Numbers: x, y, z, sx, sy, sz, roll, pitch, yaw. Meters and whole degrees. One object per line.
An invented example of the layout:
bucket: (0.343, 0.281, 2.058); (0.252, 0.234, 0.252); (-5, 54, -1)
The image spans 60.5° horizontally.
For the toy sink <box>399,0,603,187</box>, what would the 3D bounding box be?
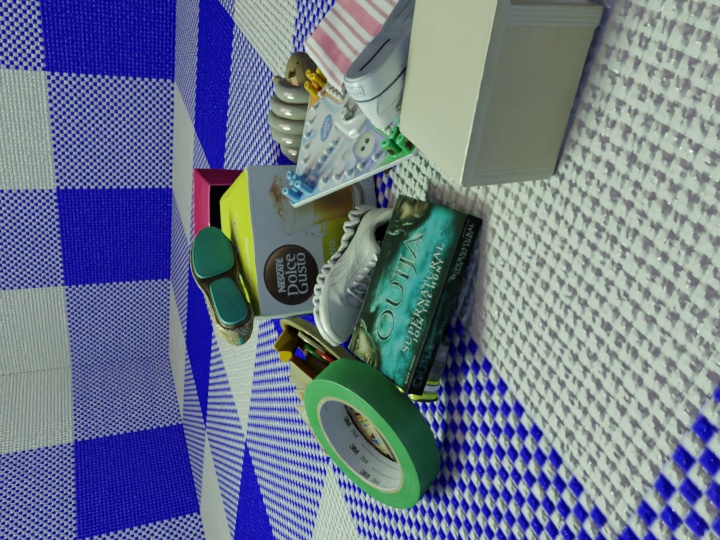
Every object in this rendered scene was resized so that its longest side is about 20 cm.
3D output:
toy sink: (0.119, -0.196, 0.537); (0.131, 0.109, 0.205); (-127, 35, -50)

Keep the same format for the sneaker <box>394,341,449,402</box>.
sneaker: (0.058, 0.072, 0.782); (0.082, 0.072, 0.201); (-63, 36, 21)

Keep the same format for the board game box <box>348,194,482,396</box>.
board game box: (0.057, 0.022, 0.717); (0.134, 0.028, 0.205); (25, 98, 56)

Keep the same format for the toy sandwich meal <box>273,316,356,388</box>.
toy sandwich meal: (-0.063, 0.152, 0.940); (0.203, 0.071, 0.206); (36, 162, 13)

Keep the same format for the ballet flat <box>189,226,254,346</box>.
ballet flat: (-0.194, 0.025, 0.860); (0.066, 0.069, 0.202); (92, 161, -46)

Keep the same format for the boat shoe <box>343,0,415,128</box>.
boat shoe: (0.059, -0.231, 0.634); (0.073, 0.200, 0.067); (28, 161, 46)

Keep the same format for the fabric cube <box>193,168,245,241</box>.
fabric cube: (-0.213, -0.085, 1.196); (0.199, 0.195, 0.202); (-146, 56, -62)

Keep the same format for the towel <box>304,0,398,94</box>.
towel: (0.012, -0.321, 0.741); (0.201, 0.030, 0.147); (-48, 41, 14)

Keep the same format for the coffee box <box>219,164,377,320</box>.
coffee box: (-0.096, -0.035, 0.938); (0.199, 0.193, 0.206); (165, 100, -65)

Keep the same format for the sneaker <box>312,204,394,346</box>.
sneaker: (0.000, 0.000, 0.801); (0.080, 0.075, 0.204); (-2, 59, 44)

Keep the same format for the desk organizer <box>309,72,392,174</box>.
desk organizer: (0.002, -0.216, 0.805); (0.077, 0.071, 0.201); (-45, 42, 12)

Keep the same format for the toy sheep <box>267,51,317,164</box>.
toy sheep: (-0.086, -0.239, 0.976); (0.138, 0.135, 0.205); (-131, 28, -53)

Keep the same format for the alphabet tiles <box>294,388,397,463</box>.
alphabet tiles: (-0.024, 0.245, 0.923); (0.198, 0.006, 0.169); (-15, 109, 55)

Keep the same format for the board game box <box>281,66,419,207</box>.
board game box: (-0.008, -0.193, 0.728); (0.197, 0.026, 0.205); (-17, 56, 40)

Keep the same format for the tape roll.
tape roll: (0.012, 0.211, 0.798); (0.198, 0.048, 0.204); (31, 139, 30)
